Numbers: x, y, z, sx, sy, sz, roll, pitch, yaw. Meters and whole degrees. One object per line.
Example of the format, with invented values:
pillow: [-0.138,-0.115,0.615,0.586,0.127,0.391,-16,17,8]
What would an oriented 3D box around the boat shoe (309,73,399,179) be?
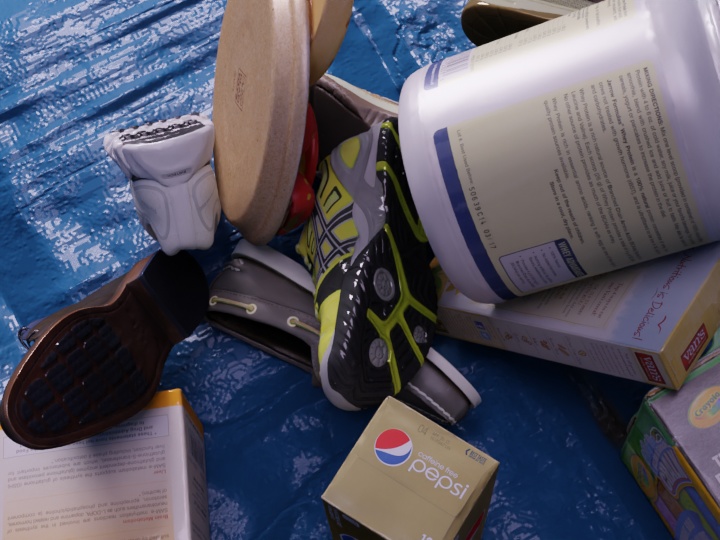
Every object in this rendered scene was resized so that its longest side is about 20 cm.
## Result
boat shoe: [0.013,-0.092,0.855,0.199,0.076,0.072,27,113,29]

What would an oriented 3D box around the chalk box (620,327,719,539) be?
chalk box: [0.239,0.109,0.717,0.124,0.124,0.201,-28,66,-7]

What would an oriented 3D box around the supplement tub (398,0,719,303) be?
supplement tub: [0.136,-0.074,0.678,0.199,0.145,0.146,-17,64,20]

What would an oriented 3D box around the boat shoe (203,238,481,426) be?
boat shoe: [-0.016,0.051,0.787,0.201,0.072,0.060,30,71,22]

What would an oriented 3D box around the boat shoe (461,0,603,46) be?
boat shoe: [0.175,-0.180,0.870,0.199,0.072,0.066,15,68,14]

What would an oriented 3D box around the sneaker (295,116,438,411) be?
sneaker: [0.000,0.000,0.745,0.076,0.075,0.201,-19,45,34]

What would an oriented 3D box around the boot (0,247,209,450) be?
boot: [-0.174,0.060,0.741,0.097,0.200,0.075,-26,102,31]

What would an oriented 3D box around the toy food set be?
toy food set: [-0.056,-0.117,0.777,0.048,0.198,0.202,2,96,-19]

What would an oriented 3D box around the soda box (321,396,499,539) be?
soda box: [0.028,0.143,0.671,0.067,0.200,0.064,29,70,15]

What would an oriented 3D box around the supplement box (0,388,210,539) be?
supplement box: [-0.156,0.185,0.733,0.125,0.074,0.202,-7,64,1]

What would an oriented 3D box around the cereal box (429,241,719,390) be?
cereal box: [0.143,-0.007,0.755,0.199,0.040,0.144,13,54,46]

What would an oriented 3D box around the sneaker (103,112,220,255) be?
sneaker: [-0.126,-0.059,0.797,0.075,0.200,0.082,-15,103,-5]
